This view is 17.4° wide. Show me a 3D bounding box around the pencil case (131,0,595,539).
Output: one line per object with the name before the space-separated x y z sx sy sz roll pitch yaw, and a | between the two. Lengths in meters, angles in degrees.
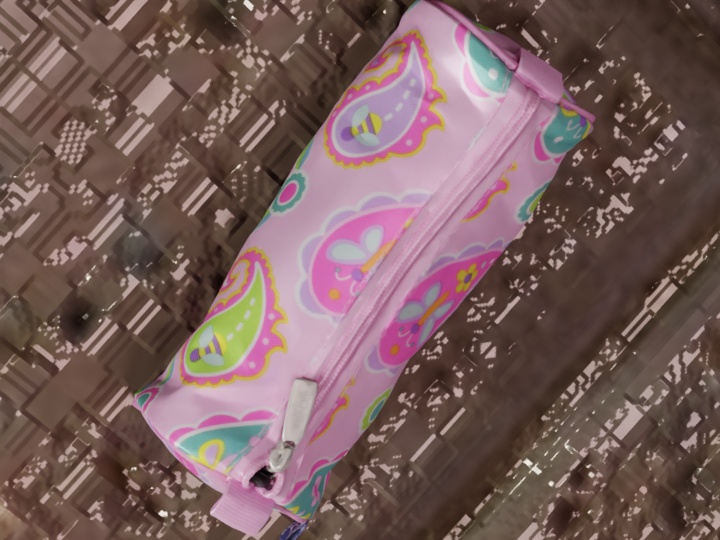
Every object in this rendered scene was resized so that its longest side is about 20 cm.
pencil case | 0.000 0.000 0.860 0.087 0.087 0.200 35 92 -29
